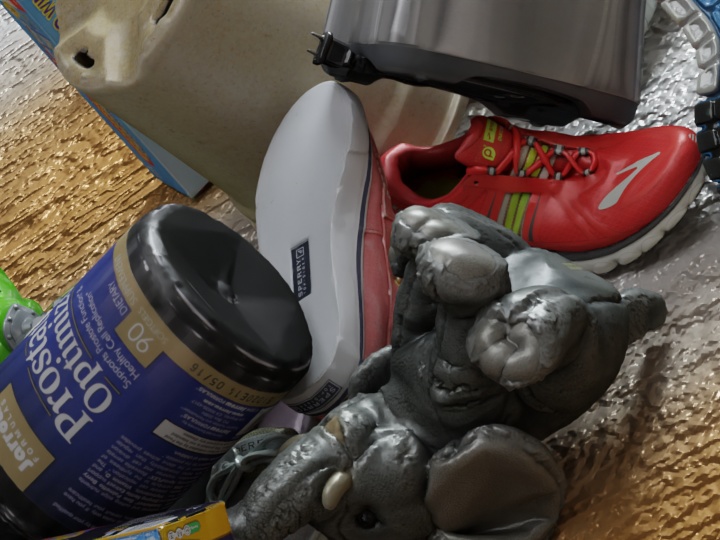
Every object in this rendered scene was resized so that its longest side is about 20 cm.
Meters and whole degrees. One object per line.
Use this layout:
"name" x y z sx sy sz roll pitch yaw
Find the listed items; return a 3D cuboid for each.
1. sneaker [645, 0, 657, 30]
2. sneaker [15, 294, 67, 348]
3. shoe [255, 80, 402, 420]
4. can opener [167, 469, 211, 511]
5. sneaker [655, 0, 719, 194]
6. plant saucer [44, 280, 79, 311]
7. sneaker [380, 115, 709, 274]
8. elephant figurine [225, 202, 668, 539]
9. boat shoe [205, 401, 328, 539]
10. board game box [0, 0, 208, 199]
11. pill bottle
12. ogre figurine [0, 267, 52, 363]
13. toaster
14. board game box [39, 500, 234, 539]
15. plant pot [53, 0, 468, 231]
"sneaker" 0.090 -0.157 1.322 0.199 0.076 0.092 -8 50 40
"sneaker" -0.156 0.105 1.223 0.086 0.078 0.201 24 96 20
"shoe" 0.000 0.000 1.186 0.071 0.091 0.201 -29 47 34
"can opener" -0.094 0.106 1.197 0.053 0.066 0.201 -5 65 44
"sneaker" 0.209 -0.104 1.147 0.075 0.087 0.201 -30 58 30
"plant saucer" -0.145 0.068 1.331 0.199 0.031 0.200 -25 37 21
"sneaker" 0.089 -0.047 1.184 0.199 0.085 0.077 -10 45 38
"elephant figurine" 0.032 0.078 1.074 0.201 0.155 0.142 -64 -6 13
"boat shoe" -0.042 0.079 1.187 0.074 0.065 0.202 -14 42 34
"board game box" -0.109 -0.185 1.431 0.196 0.200 0.056 -47 33 -10
"pill bottle" -0.125 0.071 1.115 0.200 0.112 0.112 -45 31 21
"ogre figurine" -0.248 0.047 1.343 0.120 0.098 0.200 -50 19 4
"toaster" 0.063 -0.153 1.191 0.114 0.199 0.130 6 86 62
"board game box" -0.132 0.208 1.049 0.199 0.166 0.057 -15 1 32
"plant pot" -0.068 -0.130 1.292 0.200 0.183 0.201 -26 53 39
